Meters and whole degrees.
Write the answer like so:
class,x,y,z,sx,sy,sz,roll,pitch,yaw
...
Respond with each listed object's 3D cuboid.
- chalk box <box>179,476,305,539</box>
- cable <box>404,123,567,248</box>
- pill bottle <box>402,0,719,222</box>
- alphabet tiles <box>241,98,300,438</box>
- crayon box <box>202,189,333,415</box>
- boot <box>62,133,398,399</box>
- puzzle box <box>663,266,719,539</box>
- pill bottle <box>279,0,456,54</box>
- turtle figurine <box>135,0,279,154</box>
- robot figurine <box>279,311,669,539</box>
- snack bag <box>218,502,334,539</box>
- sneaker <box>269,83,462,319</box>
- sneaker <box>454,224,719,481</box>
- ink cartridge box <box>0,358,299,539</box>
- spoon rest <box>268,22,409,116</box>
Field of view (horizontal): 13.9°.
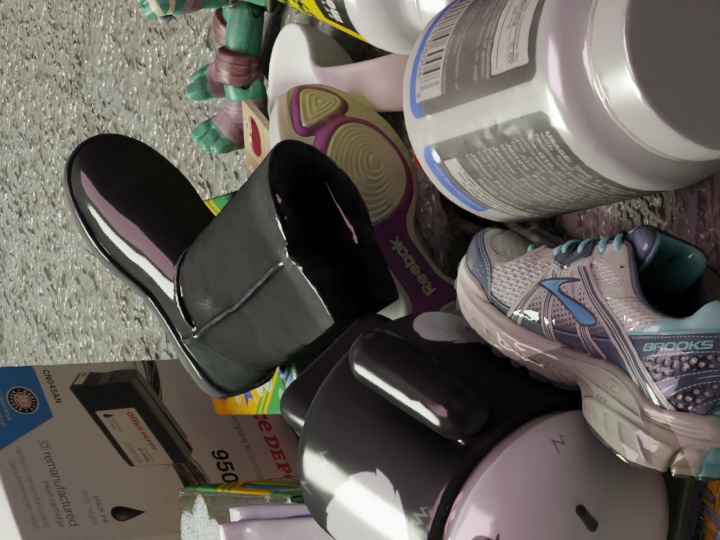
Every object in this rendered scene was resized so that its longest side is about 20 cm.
class,x,y,z,sx,sy,sz,roll,pitch,yaw
chalk box,-0.001,0.173,1.572,0.200,0.124,0.125,-3,90,64
cable,0.069,-0.023,1.475,0.097,0.050,0.200,110,148,-44
pill bottle,0.109,-0.087,1.309,0.200,0.114,0.114,169,97,-65
alphabet tiles,-0.030,0.025,1.698,0.167,0.008,0.200,-129,30,-50
crayon box,-0.056,0.016,1.676,0.200,0.051,0.126,170,86,-72
boot,-0.070,-0.023,1.499,0.165,0.066,0.200,52,159,-1
puzzle box,0.155,0.109,1.341,0.133,0.025,0.200,43,131,55
pill bottle,0.005,-0.175,1.478,0.200,0.112,0.113,28,120,41
turtle figurine,-0.081,-0.178,1.714,0.150,0.100,0.200,-70,-20,-56
robot figurine,0.050,0.096,1.361,0.200,0.150,0.125,32,109,43
snack bag,0.031,0.207,1.464,0.021,0.200,0.189,-5,-89,-72
sneaker,0.000,0.000,1.543,0.200,0.075,0.100,62,147,7
sneaker,0.117,0.015,1.316,0.200,0.077,0.086,38,115,50
ink cartridge box,-0.135,0.130,1.762,0.145,0.200,0.084,63,144,40
spoon rest,-0.012,-0.095,1.627,0.200,0.061,0.100,-11,86,64
